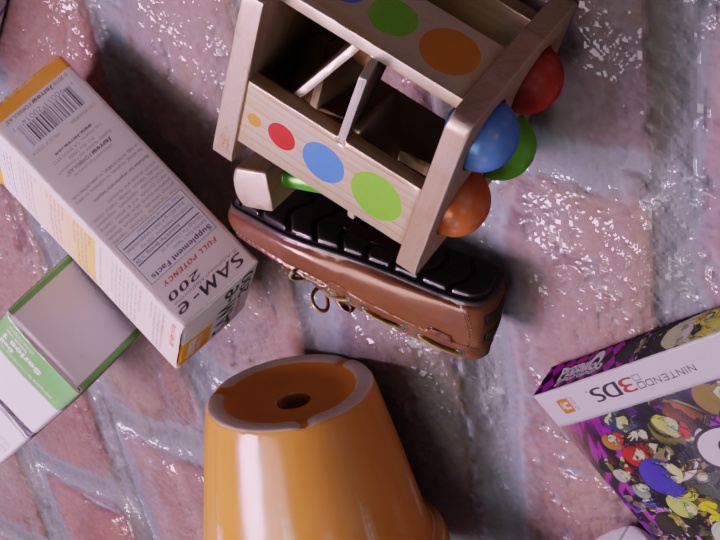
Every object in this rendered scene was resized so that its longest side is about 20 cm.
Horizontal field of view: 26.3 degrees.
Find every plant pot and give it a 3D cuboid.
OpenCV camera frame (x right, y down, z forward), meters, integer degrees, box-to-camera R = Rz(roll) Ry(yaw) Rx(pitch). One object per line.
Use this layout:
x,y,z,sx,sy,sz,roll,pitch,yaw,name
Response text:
-0.038,0.171,1.137,0.199,0.200,0.185,7,117,37,plant pot

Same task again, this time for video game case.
0.230,0.121,0.958,0.200,0.036,0.181,50,144,-11,video game case

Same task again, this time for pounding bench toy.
0.016,-0.079,0.874,0.155,0.124,0.201,33,143,11,pounding bench toy

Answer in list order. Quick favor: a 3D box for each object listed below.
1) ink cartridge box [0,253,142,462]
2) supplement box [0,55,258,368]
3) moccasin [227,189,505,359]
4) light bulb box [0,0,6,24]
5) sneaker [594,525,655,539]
-0.235,0.053,1.215,0.084,0.146,0.200,47,143,-6,ink cartridge box
-0.168,-0.038,1.081,0.200,0.073,0.126,46,163,5,supplement box
0.001,-0.001,1.018,0.200,0.074,0.078,21,132,14,moccasin
-0.345,-0.169,1.045,0.124,0.199,0.200,37,144,2,light bulb box
0.151,0.277,1.101,0.130,0.199,0.080,51,-175,-33,sneaker
